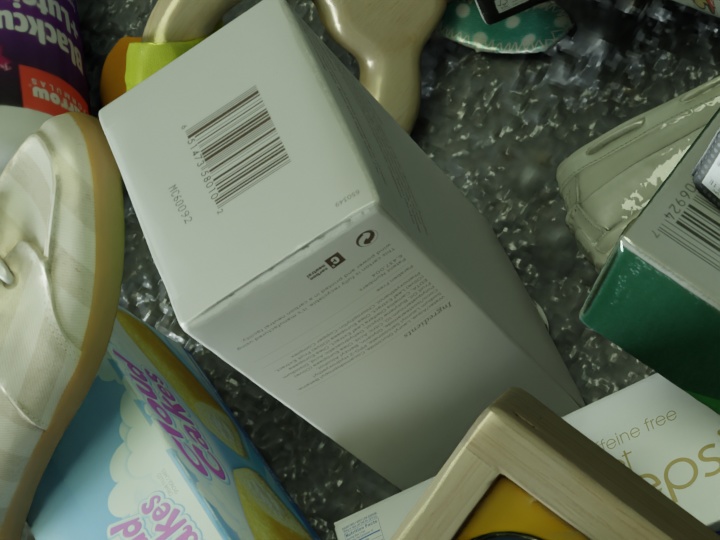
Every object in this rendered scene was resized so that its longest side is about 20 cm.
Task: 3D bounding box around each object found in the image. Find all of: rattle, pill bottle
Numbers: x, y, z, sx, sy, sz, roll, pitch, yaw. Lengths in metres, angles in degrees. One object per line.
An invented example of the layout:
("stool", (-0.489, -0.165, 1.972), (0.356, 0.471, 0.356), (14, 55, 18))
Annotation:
("rattle", (-0.012, -0.103, 0.890), (0.200, 0.143, 0.130), (-35, 87, -10))
("pill bottle", (-0.182, -0.072, 0.913), (0.111, 0.111, 0.201), (-22, 59, 17))

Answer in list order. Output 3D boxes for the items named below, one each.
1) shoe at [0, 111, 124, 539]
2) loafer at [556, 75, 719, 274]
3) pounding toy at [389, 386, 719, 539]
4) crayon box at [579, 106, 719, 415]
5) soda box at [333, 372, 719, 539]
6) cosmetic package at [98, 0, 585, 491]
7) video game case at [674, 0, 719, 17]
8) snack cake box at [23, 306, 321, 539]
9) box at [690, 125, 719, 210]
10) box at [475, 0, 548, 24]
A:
("shoe", (-0.138, 0.036, 0.712), (0.070, 0.053, 0.201), (37, 113, 45))
("loafer", (0.166, -0.069, 0.756), (0.200, 0.070, 0.070), (-31, 59, 9))
("pounding toy", (0.058, 0.174, 0.605), (0.184, 0.142, 0.200), (36, 95, 7))
("crayon box", (0.191, 0.020, 0.652), (0.200, 0.052, 0.126), (34, 54, 10))
("soda box", (0.096, 0.090, 0.718), (0.200, 0.068, 0.064), (-26, 59, 15))
("cosmetic package", (0.000, 0.000, 0.730), (0.085, 0.200, 0.108), (-32, 54, 10))
("video game case", (0.173, -0.185, 0.795), (0.200, 0.023, 0.182), (-45, 47, -18))
("snack cake box", (-0.075, 0.100, 0.773), (0.067, 0.115, 0.200), (-42, 55, 5))
("box", (0.232, -0.014, 0.628), (0.200, 0.044, 0.160), (44, 56, 15))
("box", (0.124, -0.178, 0.771), (0.199, 0.035, 0.110), (-22, 45, 5))
